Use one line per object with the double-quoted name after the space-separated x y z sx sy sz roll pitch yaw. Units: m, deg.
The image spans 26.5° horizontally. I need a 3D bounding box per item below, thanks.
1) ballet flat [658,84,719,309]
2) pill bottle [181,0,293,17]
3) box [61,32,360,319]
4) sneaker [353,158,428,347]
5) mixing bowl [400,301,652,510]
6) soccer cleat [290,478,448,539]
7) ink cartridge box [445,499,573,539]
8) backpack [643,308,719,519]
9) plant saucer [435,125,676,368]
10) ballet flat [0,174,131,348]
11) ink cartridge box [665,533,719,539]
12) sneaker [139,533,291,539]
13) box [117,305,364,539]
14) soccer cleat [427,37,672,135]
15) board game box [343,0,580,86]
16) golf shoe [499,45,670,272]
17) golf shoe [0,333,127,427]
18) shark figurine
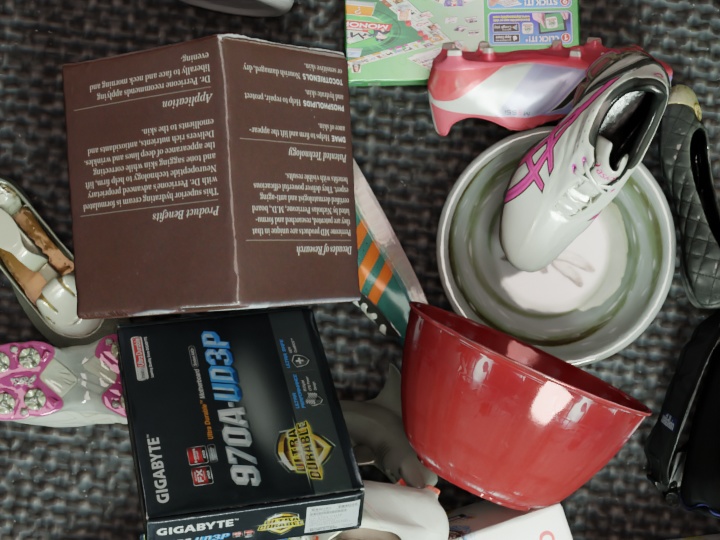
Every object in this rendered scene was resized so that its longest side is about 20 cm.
0.285 -0.063 1.258 0.057 0.066 0.201 -21 65 34 "ballet flat"
-0.095 -0.317 1.247 0.115 0.116 0.201 10 88 -1 "pill bottle"
-0.114 -0.068 1.190 0.166 0.164 0.201 -4 89 33 "box"
0.000 0.000 1.270 0.080 0.071 0.200 -28 83 1 "sneaker"
0.107 0.112 1.158 0.200 0.200 0.109 24 93 -1 "mixing bowl"
-0.028 0.188 1.171 0.200 0.078 0.069 4 124 31 "soccer cleat"
0.081 0.275 1.226 0.199 0.145 0.148 -17 90 -2 "ink cartridge box"
0.336 0.110 1.219 0.154 0.200 0.191 9 85 -10 "backpack"
0.161 -0.019 1.281 0.199 0.050 0.201 0 90 -2 "plant saucer"
-0.264 0.003 1.263 0.067 0.064 0.200 -39 90 -2 "ballet flat"
0.296 0.264 1.233 0.199 0.145 0.084 -6 91 -1 "ink cartridge box"
-0.145 0.220 1.266 0.199 0.076 0.105 -5 77 -9 "sneaker"
-0.095 0.116 1.155 0.158 0.200 0.046 -5 133 -12 "box"
0.154 -0.148 1.255 0.199 0.067 0.077 0 111 -4 "soccer cleat"
0.084 -0.226 1.293 0.199 0.029 0.135 -1 90 -2 "board game box"
0.171 -0.081 1.196 0.072 0.092 0.200 26 107 -10 "golf shoe"
-0.217 0.094 1.257 0.199 0.092 0.076 3 75 -12 "golf shoe"
-0.008 0.112 1.260 0.214 0.128 0.090 22 99 25 "shark figurine"
